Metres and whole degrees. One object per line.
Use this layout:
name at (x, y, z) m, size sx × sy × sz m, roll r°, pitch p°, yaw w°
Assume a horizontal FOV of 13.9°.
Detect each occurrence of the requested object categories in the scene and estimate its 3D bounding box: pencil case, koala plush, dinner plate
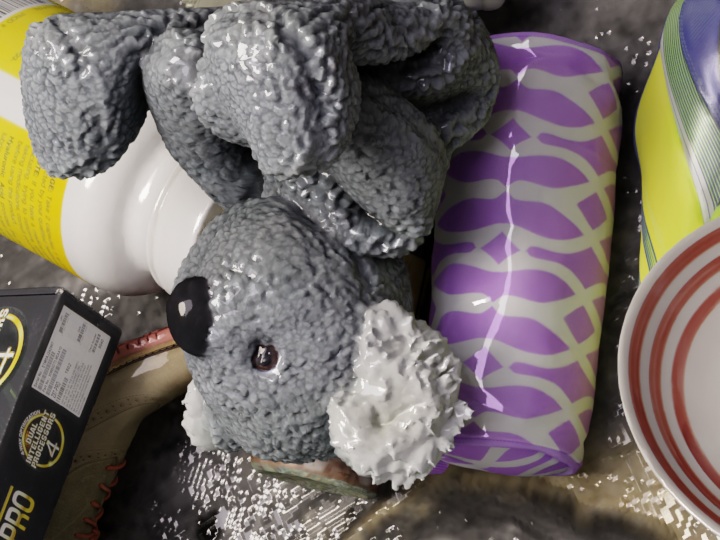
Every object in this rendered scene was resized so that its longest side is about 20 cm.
pencil case at (0.066, -0.004, 1.284) m, size 0.085 × 0.084 × 0.201 m, roll -8°, pitch 68°, yaw 52°
koala plush at (-0.023, -0.012, 1.227) m, size 0.177 × 0.183 × 0.201 m, roll 1°, pitch 96°, yaw 45°
dinner plate at (0.201, 0.050, 1.172) m, size 0.199 × 0.024 × 0.201 m, roll 1°, pitch 48°, yaw -1°

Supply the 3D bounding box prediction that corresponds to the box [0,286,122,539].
box at (-0.204, 0.106, 1.325) m, size 0.161 × 0.049 × 0.200 m, roll -3°, pitch 60°, yaw 46°

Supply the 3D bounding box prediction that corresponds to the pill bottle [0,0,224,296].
pill bottle at (-0.124, -0.055, 1.381) m, size 0.200 × 0.111 × 0.112 m, roll 28°, pitch 90°, yaw 33°

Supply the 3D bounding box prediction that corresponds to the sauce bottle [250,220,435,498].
sauce bottle at (0.000, 0.000, 1.326) m, size 0.065 × 0.065 × 0.201 m, roll 6°, pitch 77°, yaw 30°

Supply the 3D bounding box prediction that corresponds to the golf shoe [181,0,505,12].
golf shoe at (-0.012, -0.121, 1.362) m, size 0.200 × 0.097 × 0.079 m, roll -10°, pitch 63°, yaw 56°

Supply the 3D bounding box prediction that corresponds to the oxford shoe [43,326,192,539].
oxford shoe at (-0.132, 0.092, 1.378) m, size 0.200 × 0.070 × 0.075 m, roll -35°, pitch 80°, yaw 20°

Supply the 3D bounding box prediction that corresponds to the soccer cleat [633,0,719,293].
soccer cleat at (0.146, -0.028, 1.266) m, size 0.084 × 0.065 × 0.201 m, roll 2°, pitch 79°, yaw 60°
